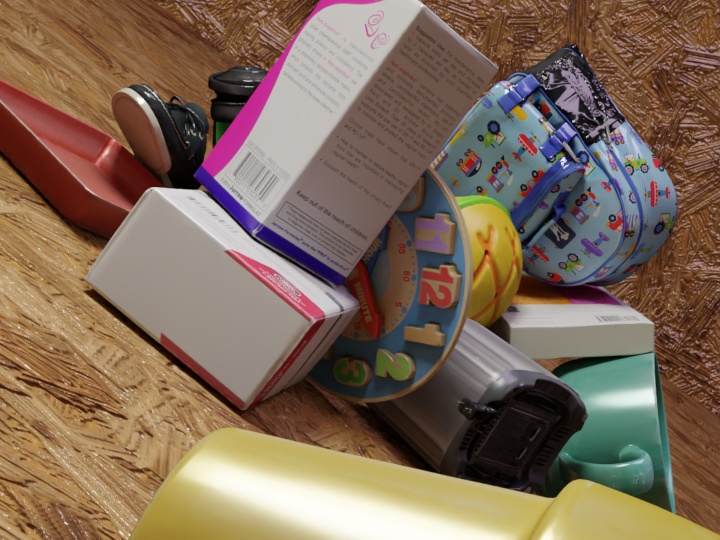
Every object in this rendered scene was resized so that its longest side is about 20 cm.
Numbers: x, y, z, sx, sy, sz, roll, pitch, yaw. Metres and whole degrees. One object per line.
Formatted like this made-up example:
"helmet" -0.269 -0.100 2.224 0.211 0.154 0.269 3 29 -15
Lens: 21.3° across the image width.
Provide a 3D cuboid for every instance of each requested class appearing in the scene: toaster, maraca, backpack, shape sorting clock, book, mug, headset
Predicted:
"toaster" 0.084 0.104 1.548 0.129 0.114 0.199 37 9 32
"maraca" 0.066 -0.001 1.632 0.106 0.138 0.199 28 17 35
"backpack" 0.177 -0.071 1.735 0.201 0.183 0.134 52 41 6
"shape sorting clock" 0.000 0.000 1.463 0.200 0.201 0.039 40 22 24
"book" 0.174 0.037 1.756 0.132 0.049 0.200 -2 13 -10
"mug" 0.210 0.147 1.688 0.185 0.113 0.154 57 28 -65
"headset" -0.081 -0.115 1.619 0.093 0.125 0.200 -2 -10 -15

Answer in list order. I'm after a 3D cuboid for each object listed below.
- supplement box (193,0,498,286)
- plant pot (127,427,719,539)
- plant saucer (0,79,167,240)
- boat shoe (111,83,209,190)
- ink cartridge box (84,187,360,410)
"supplement box" -0.011 -0.108 1.396 0.103 0.201 0.101 31 8 -43
"plant pot" 0.009 0.151 0.665 0.187 0.203 0.201 22 4 13
"plant saucer" -0.213 -0.072 1.523 0.200 0.037 0.199 43 9 34
"boat shoe" -0.159 -0.113 1.631 0.075 0.066 0.200 45 -14 24
"ink cartridge box" -0.092 0.016 1.360 0.145 0.084 0.200 38 6 6
